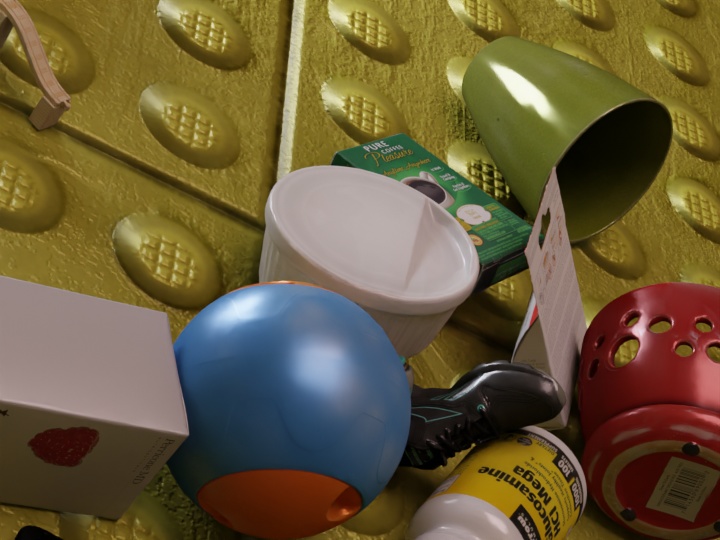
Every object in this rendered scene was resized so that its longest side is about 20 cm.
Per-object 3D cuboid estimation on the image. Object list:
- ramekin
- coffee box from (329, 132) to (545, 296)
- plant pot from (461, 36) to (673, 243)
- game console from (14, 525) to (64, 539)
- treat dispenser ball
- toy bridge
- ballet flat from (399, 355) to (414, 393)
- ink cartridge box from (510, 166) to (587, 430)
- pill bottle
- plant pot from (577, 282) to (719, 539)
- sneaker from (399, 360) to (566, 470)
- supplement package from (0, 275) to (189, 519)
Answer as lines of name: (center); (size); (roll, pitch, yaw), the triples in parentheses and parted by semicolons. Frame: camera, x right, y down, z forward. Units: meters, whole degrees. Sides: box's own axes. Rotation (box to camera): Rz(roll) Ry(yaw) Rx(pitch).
ramekin: (0.000, 0.000, 1.698); (0.201, 0.095, 0.203); (15, 33, -10)
coffee box: (0.073, -0.059, 1.865); (0.200, 0.044, 0.123); (38, 33, 22)
plant pot: (0.205, -0.163, 2.048); (0.187, 0.188, 0.200); (-3, 39, -44)
game console: (-0.181, 0.294, 1.312); (0.199, 0.117, 0.176); (32, 6, -13)
treat dispenser ball: (-0.061, 0.108, 1.463); (0.200, 0.201, 0.201); (25, 38, -21)
toy bridge: (-0.327, -0.216, 1.682); (0.200, 0.067, 0.027); (46, 35, 8)
ballet flat: (-0.053, 0.089, 1.595); (0.199, 0.064, 0.067); (12, 16, 16)
ink cartridge box: (0.172, 0.027, 1.798); (0.161, 0.050, 0.201); (-66, 145, -53)
pill bottle: (0.107, 0.220, 1.576); (0.112, 0.113, 0.200); (43, 35, 4)
plant pot: (0.299, 0.140, 1.772); (0.200, 0.200, 0.183); (31, 43, -13)
sneaker: (0.082, 0.134, 1.602); (0.076, 0.199, 0.079); (57, 33, -36)
supplement package: (-0.246, 0.092, 1.379); (0.199, 0.121, 0.120); (13, 44, -32)
